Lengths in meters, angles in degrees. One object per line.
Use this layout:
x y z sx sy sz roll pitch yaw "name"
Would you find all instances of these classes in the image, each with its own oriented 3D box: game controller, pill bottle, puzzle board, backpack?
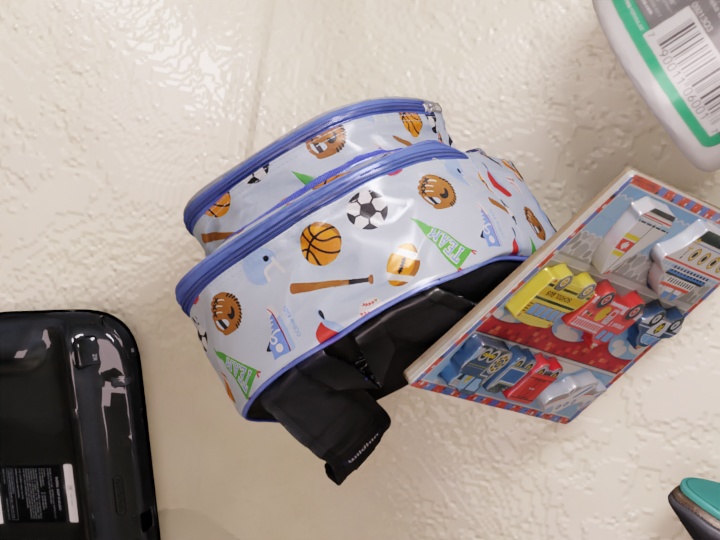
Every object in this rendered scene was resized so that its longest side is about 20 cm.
-0.164 0.119 1.594 0.104 0.042 0.201 1 107 20 "game controller"
0.224 -0.146 1.438 0.200 0.113 0.113 -32 101 13 "pill bottle"
0.120 0.019 1.462 0.151 0.200 0.017 -43 67 15 "puzzle board"
0.000 0.000 1.460 0.200 0.190 0.154 -38 83 14 "backpack"

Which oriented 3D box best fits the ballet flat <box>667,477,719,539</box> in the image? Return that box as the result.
0.251 0.172 1.554 0.199 0.073 0.073 18 107 -3 "ballet flat"
